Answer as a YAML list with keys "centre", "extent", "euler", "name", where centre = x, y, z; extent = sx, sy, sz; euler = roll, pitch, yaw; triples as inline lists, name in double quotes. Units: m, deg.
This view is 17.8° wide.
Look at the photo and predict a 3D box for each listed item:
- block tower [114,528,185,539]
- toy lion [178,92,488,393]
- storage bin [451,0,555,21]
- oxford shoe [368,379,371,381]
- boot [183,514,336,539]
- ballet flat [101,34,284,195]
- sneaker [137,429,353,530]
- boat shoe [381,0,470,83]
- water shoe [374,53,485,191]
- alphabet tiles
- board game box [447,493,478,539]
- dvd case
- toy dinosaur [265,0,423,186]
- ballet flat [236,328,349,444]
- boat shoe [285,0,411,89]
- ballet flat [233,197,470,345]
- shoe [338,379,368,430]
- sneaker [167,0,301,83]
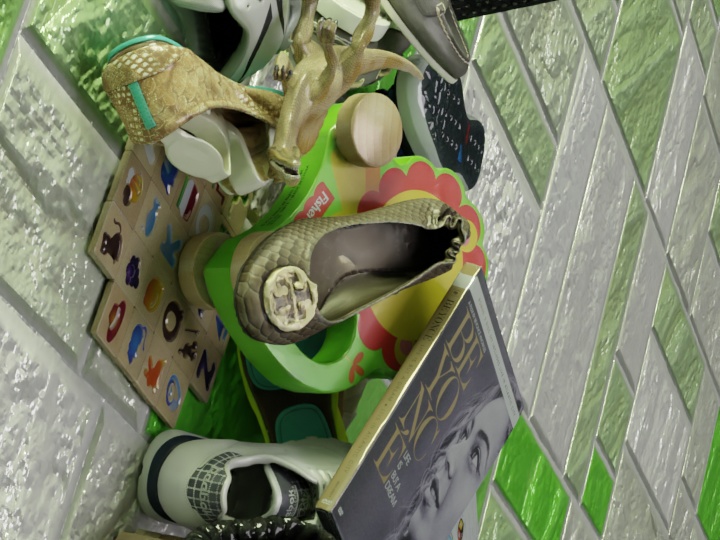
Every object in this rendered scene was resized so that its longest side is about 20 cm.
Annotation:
- centre: [-0.112, 0.248, 1.385]
  extent: [0.054, 0.058, 0.201]
  euler: [-51, 144, -52]
  name: "block tower"
- centre: [0.000, 0.000, 1.437]
  extent: [0.200, 0.069, 0.192]
  euler: [-54, 125, -32]
  name: "toy lion"
- centre: [0.098, -0.255, 1.529]
  extent: [0.094, 0.200, 0.136]
  euler: [34, 63, -39]
  name: "storage bin"
- centre: [-0.002, -0.017, 1.571]
  extent: [0.058, 0.075, 0.201]
  euler: [-102, -169, -67]
  name: "oxford shoe"
- centre: [-0.043, 0.219, 1.363]
  extent: [0.211, 0.079, 0.158]
  euler: [-12, 109, -66]
  name: "boot"
- centre: [-0.082, -0.076, 1.306]
  extent: [0.200, 0.070, 0.066]
  euler: [17, 54, -61]
  name: "ballet flat"
- centre: [-0.038, 0.140, 1.406]
  extent: [0.200, 0.080, 0.077]
  euler: [5, 87, -42]
  name: "sneaker"
- centre: [0.025, -0.210, 1.452]
  extent: [0.200, 0.057, 0.067]
  euler: [55, 15, -17]
  name: "boat shoe"
- centre: [0.033, -0.098, 1.605]
  extent: [0.200, 0.079, 0.072]
  euler: [52, 48, -70]
  name: "water shoe"
- centre: [-0.110, -0.007, 1.371]
  extent: [0.200, 0.006, 0.167]
  euler: [61, 42, -58]
  name: "alphabet tiles"
- centre: [0.058, 0.252, 1.687]
  extent: [0.126, 0.034, 0.201]
  euler: [-49, 138, -63]
  name: "board game box"
- centre: [0.042, 0.116, 1.454]
  extent: [0.200, 0.016, 0.149]
  euler: [-57, 147, -30]
  name: "dvd case"
- centre: [-0.019, -0.119, 1.336]
  extent: [0.200, 0.058, 0.101]
  euler: [-48, 150, -55]
  name: "toy dinosaur"
- centre: [-0.044, 0.075, 1.490]
  extent: [0.067, 0.067, 0.201]
  euler: [-134, -146, -76]
  name: "ballet flat"
- centre: [-0.006, -0.154, 1.510]
  extent: [0.060, 0.072, 0.202]
  euler: [-58, 174, 13]
  name: "boat shoe"
- centre: [0.001, -0.003, 1.360]
  extent: [0.200, 0.046, 0.068]
  euler: [-19, 108, -48]
  name: "ballet flat"
- centre: [-0.017, 0.026, 1.535]
  extent: [0.053, 0.070, 0.201]
  euler: [-14, 120, -55]
  name: "shoe"
- centre: [-0.074, -0.190, 1.303]
  extent: [0.089, 0.074, 0.201]
  euler: [-52, 148, -47]
  name: "sneaker"
